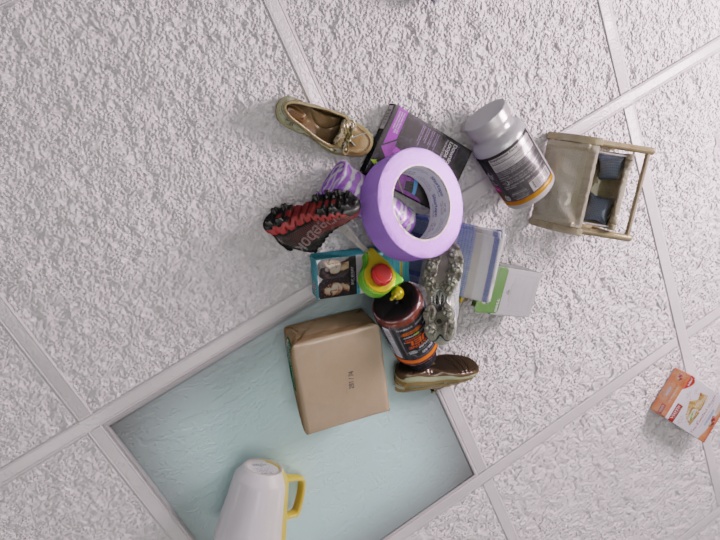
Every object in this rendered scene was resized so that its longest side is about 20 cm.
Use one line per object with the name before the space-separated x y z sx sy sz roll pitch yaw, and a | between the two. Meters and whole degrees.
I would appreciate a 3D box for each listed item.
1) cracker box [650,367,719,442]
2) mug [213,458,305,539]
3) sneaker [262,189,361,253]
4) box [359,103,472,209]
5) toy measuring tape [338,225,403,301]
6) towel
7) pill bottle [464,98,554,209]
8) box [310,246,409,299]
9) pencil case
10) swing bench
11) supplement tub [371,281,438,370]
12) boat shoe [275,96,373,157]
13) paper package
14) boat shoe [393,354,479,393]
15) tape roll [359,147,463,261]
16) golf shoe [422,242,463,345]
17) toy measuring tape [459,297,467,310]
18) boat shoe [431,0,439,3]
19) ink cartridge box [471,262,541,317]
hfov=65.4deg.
cracker box | 0.910 0.373 1.549 0.198 0.058 0.136 29 93 -23
mug | -0.208 0.474 1.161 0.146 0.186 0.157 12 93 11
sneaker | -0.079 -0.085 1.036 0.197 0.072 0.099 -13 128 24
box | 0.113 -0.218 1.119 0.197 0.036 0.145 23 96 -24
toy measuring tape | 0.003 -0.010 1.063 0.200 0.074 0.074 43 89 -4
towel | 0.185 -0.028 1.136 0.024 0.197 0.150 -14 116 -62
pill bottle | 0.300 -0.235 1.137 0.116 0.116 0.201 -42 113 -4
box | 0.000 0.000 1.131 0.196 0.049 0.084 -8 107 -18
pencil case | 0.017 -0.127 1.089 0.198 0.084 0.086 34 113 -23
swing bench | 0.493 -0.181 1.212 0.196 0.130 0.203 3 104 -20
supplement tub | 0.100 0.121 1.152 0.106 0.107 0.201 -35 135 -7
boat shoe | -0.061 -0.259 1.031 0.196 0.063 0.075 15 99 -23
paper package | -0.048 0.202 1.141 0.187 0.103 0.204 -13 109 -16
boat shoe | 0.167 0.238 1.253 0.195 0.072 0.078 0 119 -12
tape roll | 0.097 -0.121 1.048 0.197 0.065 0.205 3 84 -30
golf shoe | 0.163 0.048 1.105 0.077 0.097 0.204 6 72 18
toy measuring tape | 0.195 0.045 1.198 0.072 0.074 0.204 13 105 -22
boat shoe | 0.108 -0.586 0.993 0.085 0.075 0.203 -33 107 11
ink cartridge box | 0.301 0.039 1.213 0.197 0.059 0.106 7 102 -39
